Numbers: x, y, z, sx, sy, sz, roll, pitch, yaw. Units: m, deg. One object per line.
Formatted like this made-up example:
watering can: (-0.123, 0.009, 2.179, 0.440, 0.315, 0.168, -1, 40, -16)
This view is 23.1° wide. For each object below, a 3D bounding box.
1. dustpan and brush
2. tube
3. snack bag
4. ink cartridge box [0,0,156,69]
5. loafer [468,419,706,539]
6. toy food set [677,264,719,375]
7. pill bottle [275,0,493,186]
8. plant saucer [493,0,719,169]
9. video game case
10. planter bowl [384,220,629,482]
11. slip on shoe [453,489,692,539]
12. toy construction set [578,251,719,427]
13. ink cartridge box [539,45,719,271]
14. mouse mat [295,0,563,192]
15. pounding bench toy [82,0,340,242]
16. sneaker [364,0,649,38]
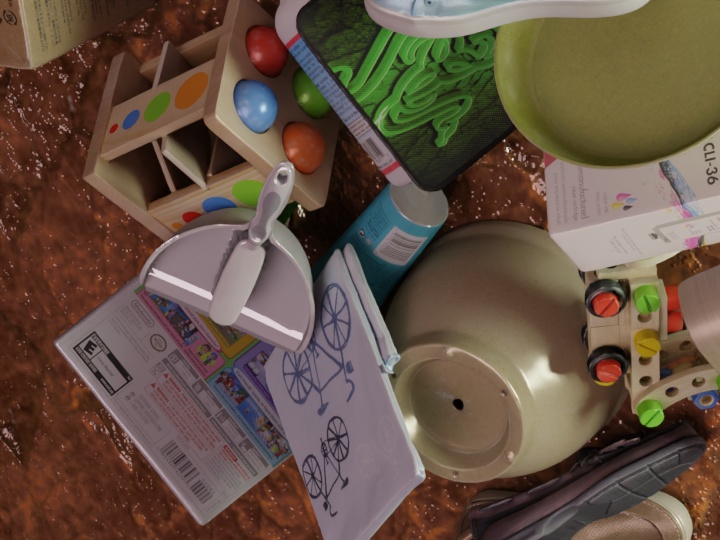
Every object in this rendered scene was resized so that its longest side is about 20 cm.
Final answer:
dustpan and brush: (-0.081, -0.016, 1.299, 0.139, 0.057, 0.200, 24, 127, -4)
tube: (0.000, 0.000, 1.388, 0.077, 0.050, 0.200, 40, 135, 0)
snack bag: (-0.012, 0.110, 1.350, 0.189, 0.021, 0.200, -57, 47, 50)
ink cartridge box: (-0.242, -0.273, 1.330, 0.075, 0.165, 0.200, 8, 118, 28)
loafer: (0.171, 0.165, 1.372, 0.200, 0.072, 0.063, -34, 60, 11)
toy food set: (0.331, 0.051, 1.217, 0.143, 0.060, 0.200, -25, 127, 30)
pill bottle: (0.009, -0.169, 1.281, 0.109, 0.109, 0.200, -34, 96, 37)
plant saucer: (0.187, -0.153, 1.173, 0.200, 0.200, 0.031, 2, 160, 28)
video game case: (-0.122, 0.080, 1.466, 0.182, 0.022, 0.200, -38, 99, -4)
planter bowl: (0.095, 0.080, 1.351, 0.200, 0.135, 0.201, 14, 122, 23)
slip on shoe: (0.168, 0.216, 1.428, 0.200, 0.061, 0.076, 1, 115, 29)
toy construction set: (0.224, 0.028, 1.265, 0.131, 0.092, 0.200, -6, 114, 2)
ink cartridge box: (0.227, -0.082, 1.179, 0.200, 0.117, 0.067, -13, 151, 23)
mouse mat: (0.076, -0.174, 1.229, 0.200, 0.008, 0.161, -39, 95, 0)
pounding bench toy: (-0.080, -0.091, 1.361, 0.156, 0.124, 0.200, -20, 137, 34)
sneaker: (0.093, -0.210, 1.162, 0.200, 0.074, 0.082, -6, 144, 13)
